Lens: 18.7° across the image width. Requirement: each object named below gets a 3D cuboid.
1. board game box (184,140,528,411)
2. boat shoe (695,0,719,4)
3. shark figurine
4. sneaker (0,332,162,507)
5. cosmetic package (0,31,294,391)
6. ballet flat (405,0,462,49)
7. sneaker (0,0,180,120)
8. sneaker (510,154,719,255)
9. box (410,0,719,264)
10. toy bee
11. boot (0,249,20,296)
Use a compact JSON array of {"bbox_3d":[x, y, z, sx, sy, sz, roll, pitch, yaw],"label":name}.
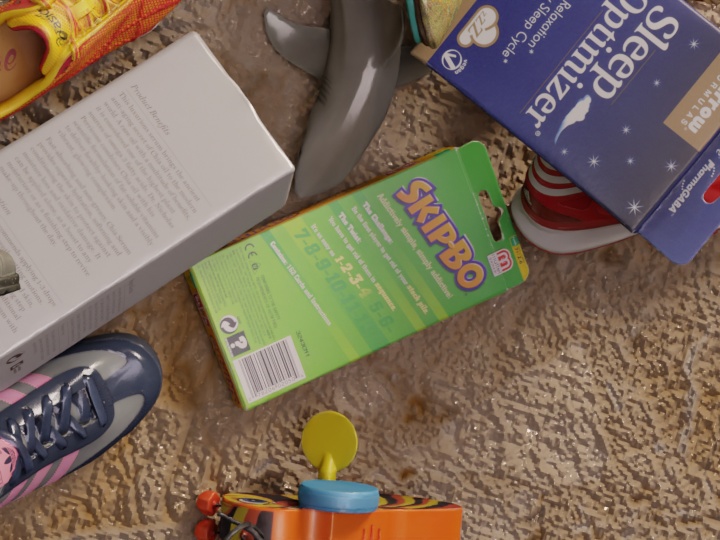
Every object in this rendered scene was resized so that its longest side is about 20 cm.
[{"bbox_3d":[0.000,0.000,1.313,0.200,0.030,0.096,-23,102,-15],"label":"board game box"},{"bbox_3d":[0.213,-0.264,1.356,0.072,0.068,0.200,12,85,-66],"label":"boat shoe"},{"bbox_3d":[-0.008,-0.162,1.268,0.128,0.089,0.215,-24,104,-19],"label":"shark figurine"},{"bbox_3d":[-0.192,0.100,1.219,0.200,0.082,0.070,-30,103,-16],"label":"sneaker"},{"bbox_3d":[-0.147,-0.033,1.216,0.200,0.071,0.101,-33,79,-15],"label":"cosmetic package"},{"bbox_3d":[0.043,-0.221,1.251,0.071,0.071,0.200,-1,63,-20],"label":"ballet flat"},{"bbox_3d":[-0.155,-0.141,1.212,0.200,0.077,0.073,-42,108,-9],"label":"sneaker"},{"bbox_3d":[0.194,-0.077,1.322,0.200,0.116,0.078,-21,63,-21],"label":"sneaker"},{"bbox_3d":[0.143,-0.109,1.248,0.200,0.032,0.121,40,97,8],"label":"box"},{"bbox_3d":[-0.039,0.144,1.282,0.200,0.109,0.131,32,73,-44],"label":"toy bee"},{"bbox_3d":[-0.266,-0.050,1.137,0.068,0.200,0.131,-10,105,-62],"label":"boot"}]
